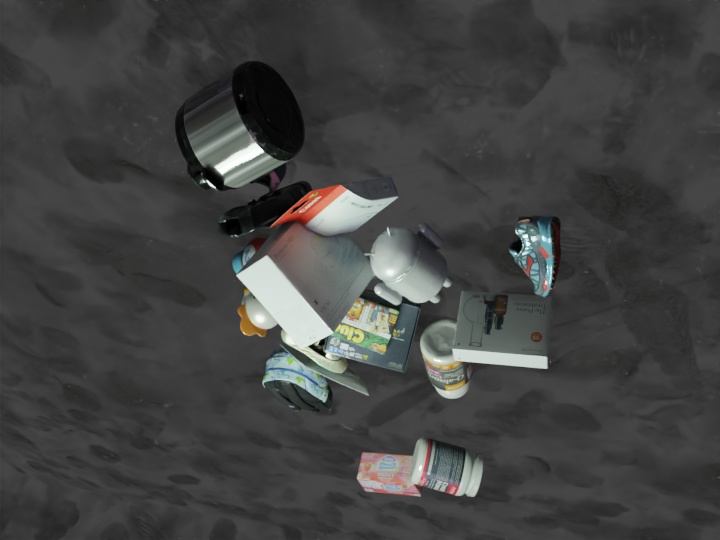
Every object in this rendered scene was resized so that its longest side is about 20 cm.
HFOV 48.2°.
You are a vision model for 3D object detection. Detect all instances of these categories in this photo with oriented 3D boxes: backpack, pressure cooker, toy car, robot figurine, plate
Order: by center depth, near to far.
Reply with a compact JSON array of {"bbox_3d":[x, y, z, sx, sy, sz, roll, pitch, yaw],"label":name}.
[{"bbox_3d":[-0.213,-0.235,1.352,0.197,0.175,0.182,-22,94,28],"label":"pressure cooker"},{"bbox_3d":[0.097,-0.012,1.609,0.199,0.171,0.113,33,-178,-35],"label":"robot figurine"},{"bbox_3d":[-0.208,0.045,1.719,0.182,0.201,0.178,-21,118,44],"label":"toy car"},{"bbox_3d":[-0.088,0.238,2.042,0.197,0.033,0.199,28,180,-31],"label":"plate"},{"bbox_3d":[-0.180,0.294,2.162,0.160,0.158,0.199,-1,165,30],"label":"backpack"}]

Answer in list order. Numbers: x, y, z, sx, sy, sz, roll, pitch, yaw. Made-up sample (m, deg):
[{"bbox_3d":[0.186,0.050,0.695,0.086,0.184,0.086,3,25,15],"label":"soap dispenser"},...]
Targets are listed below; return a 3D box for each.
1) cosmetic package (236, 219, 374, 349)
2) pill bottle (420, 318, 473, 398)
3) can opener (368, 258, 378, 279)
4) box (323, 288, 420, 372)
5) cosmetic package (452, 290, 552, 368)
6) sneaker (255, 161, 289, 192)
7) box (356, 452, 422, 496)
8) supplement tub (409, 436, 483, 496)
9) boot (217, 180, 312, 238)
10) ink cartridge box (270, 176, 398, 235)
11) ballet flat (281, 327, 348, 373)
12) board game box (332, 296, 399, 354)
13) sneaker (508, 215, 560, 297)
[{"bbox_3d":[-0.102,0.003,1.595,0.201,0.200,0.122,48,137,-12],"label":"cosmetic package"},{"bbox_3d":[0.208,0.213,1.901,0.114,0.118,0.202,3,144,17],"label":"pill bottle"},{"bbox_3d":[0.000,0.000,1.722,0.196,0.064,0.079,-6,141,28],"label":"can opener"},{"bbox_3d":[0.026,0.129,1.830,0.195,0.051,0.161,14,103,1],"label":"box"},{"bbox_3d":[0.302,0.122,1.702,0.195,0.153,0.052,3,146,16],"label":"cosmetic package"},{"bbox_3d":[-0.235,-0.206,1.500,0.195,0.083,0.071,15,147,0],"label":"sneaker"},{"bbox_3d":[0.099,0.656,2.596,0.195,0.096,0.103,-1,144,22],"label":"box"},{"bbox_3d":[0.254,0.585,2.393,0.195,0.143,0.141,15,147,0],"label":"supplement tub"},{"bbox_3d":[-0.200,-0.101,1.533,0.163,0.200,0.066,-29,96,37],"label":"boot"},{"bbox_3d":[-0.048,-0.110,1.497,0.197,0.048,0.159,-15,168,-40],"label":"ink cartridge box"},{"bbox_3d":[-0.099,0.183,1.921,0.198,0.068,0.062,30,128,-23],"label":"ballet flat"},{"bbox_3d":[-0.021,0.104,1.790,0.196,0.023,0.107,19,103,1],"label":"board game box"},{"bbox_3d":[0.335,-0.034,1.549,0.094,0.080,0.203,11,139,22],"label":"sneaker"}]
